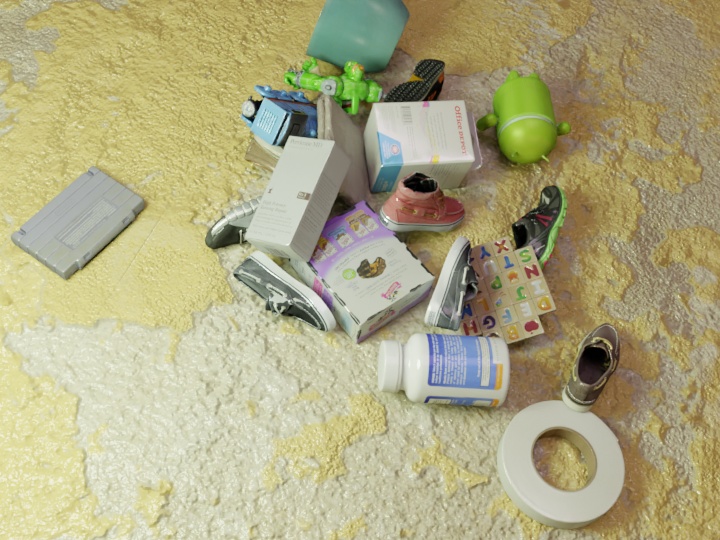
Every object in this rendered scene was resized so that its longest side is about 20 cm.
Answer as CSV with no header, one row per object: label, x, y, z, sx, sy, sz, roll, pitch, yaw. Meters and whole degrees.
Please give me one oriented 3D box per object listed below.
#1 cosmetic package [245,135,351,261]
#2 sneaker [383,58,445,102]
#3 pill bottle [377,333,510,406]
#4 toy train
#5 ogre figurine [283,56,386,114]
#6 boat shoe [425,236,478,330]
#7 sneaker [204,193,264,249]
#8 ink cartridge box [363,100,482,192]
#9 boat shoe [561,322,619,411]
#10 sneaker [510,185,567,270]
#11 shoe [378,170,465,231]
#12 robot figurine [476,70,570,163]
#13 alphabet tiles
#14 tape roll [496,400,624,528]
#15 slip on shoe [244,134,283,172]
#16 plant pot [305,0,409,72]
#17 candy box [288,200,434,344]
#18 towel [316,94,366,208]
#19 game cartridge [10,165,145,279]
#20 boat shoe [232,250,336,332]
cosmetic package,-0.103,-0.122,1.468,0.101,0.074,0.201,11,73,32
sneaker,0.112,-0.333,1.723,0.070,0.090,0.200,18,50,25
pill bottle,0.131,0.158,1.403,0.199,0.112,0.112,4,57,-5
toy train,-0.133,-0.279,1.612,0.114,0.087,0.200,39,22,22
ogre figurine,-0.034,-0.355,1.686,0.120,0.200,0.098,31,96,48
boat shoe,0.168,0.022,1.483,0.068,0.072,0.200,18,44,9
sneaker,-0.165,-0.068,1.531,0.200,0.075,0.116,-33,80,-16
ink cartridge box,0.118,-0.229,1.626,0.199,0.125,0.129,-3,72,-11
boat shoe,0.394,0.149,1.457,0.072,0.060,0.200,28,45,15
sneaker,0.324,-0.086,1.605,0.083,0.077,0.200,23,56,2
shoe,0.128,-0.123,1.556,0.199,0.091,0.072,-7,51,-39
robot figurine,0.322,-0.296,1.714,0.175,0.116,0.201,5,57,-10
alphabet tiles,0.241,0.037,1.523,0.166,0.006,0.201,-18,60,5
tape roll,0.317,0.304,1.380,0.202,0.037,0.204,3,57,-5
slip on shoe,-0.130,-0.179,1.612,0.200,0.076,0.061,37,91,10
plant pot,0.003,-0.491,1.756,0.160,0.201,0.201,25,57,-5
candy box,0.000,0.000,1.509,0.167,0.072,0.200,-31,66,-24
towel,-0.036,-0.214,1.609,0.034,0.132,0.201,-19,55,26
game cartridge,-0.487,-0.084,1.520,0.129,0.038,0.200,35,60,10
boat shoe,-0.130,0.047,1.461,0.200,0.072,0.068,39,63,16
